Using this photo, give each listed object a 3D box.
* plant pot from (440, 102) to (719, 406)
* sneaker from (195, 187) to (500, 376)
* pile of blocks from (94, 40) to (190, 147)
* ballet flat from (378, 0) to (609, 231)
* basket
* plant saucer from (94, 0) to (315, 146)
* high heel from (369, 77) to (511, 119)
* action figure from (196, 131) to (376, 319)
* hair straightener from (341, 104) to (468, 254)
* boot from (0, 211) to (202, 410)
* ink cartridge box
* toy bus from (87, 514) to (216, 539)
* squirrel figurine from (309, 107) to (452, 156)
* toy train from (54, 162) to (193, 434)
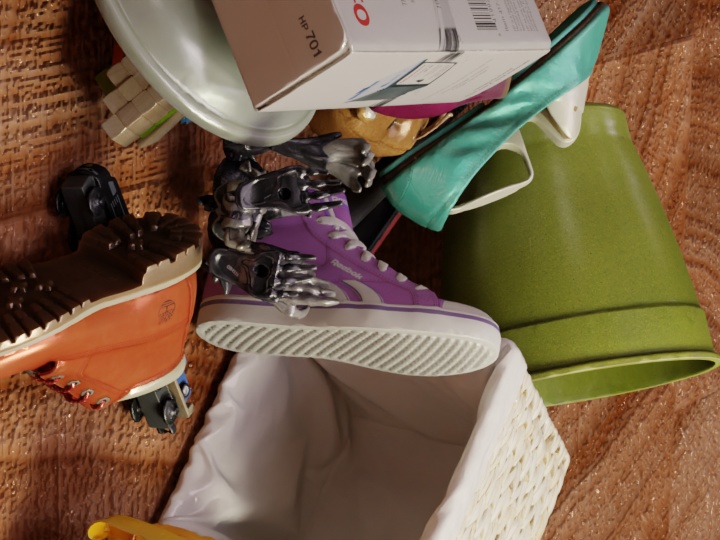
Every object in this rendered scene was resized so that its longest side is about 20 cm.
[{"bbox_3d":[0.139,-0.012,1.898,0.200,0.200,0.193,7,72,-58],"label":"plant pot"},{"bbox_3d":[0.000,0.000,1.716,0.073,0.200,0.114,69,33,-61],"label":"sneaker"},{"bbox_3d":[-0.113,-0.128,1.647,0.062,0.082,0.200,53,27,6],"label":"pile of blocks"},{"bbox_3d":[0.105,-0.097,1.818,0.200,0.067,0.070,-40,93,-7],"label":"ballet flat"},{"bbox_3d":[0.008,0.144,1.776,0.200,0.198,0.161,-66,150,-22],"label":"basket"},{"bbox_3d":[-0.080,-0.171,1.586,0.200,0.050,0.200,34,41,-35],"label":"plant saucer"},{"bbox_3d":[0.052,-0.192,1.675,0.096,0.067,0.200,-11,110,-30],"label":"high heel"},{"bbox_3d":[-0.049,-0.030,1.646,0.200,0.102,0.119,-123,-134,-79],"label":"action figure"},{"bbox_3d":[0.024,-0.082,1.877,0.200,0.041,0.077,-48,137,-40],"label":"hair straightener"},{"bbox_3d":[-0.174,0.046,1.557,0.200,0.075,0.107,-20,128,-37],"label":"boot"},{"bbox_3d":[0.003,-0.176,1.568,0.200,0.086,0.147,-8,73,-50],"label":"ink cartridge box"},{"bbox_3d":[-0.105,0.242,1.663,0.192,0.136,0.200,-19,129,-62],"label":"toy bus"},{"bbox_3d":[0.008,-0.179,1.771,0.200,0.141,0.187,44,71,-37],"label":"squirrel figurine"},{"bbox_3d":[-0.142,0.018,1.654,0.046,0.034,0.200,-61,144,-46],"label":"toy train"}]
